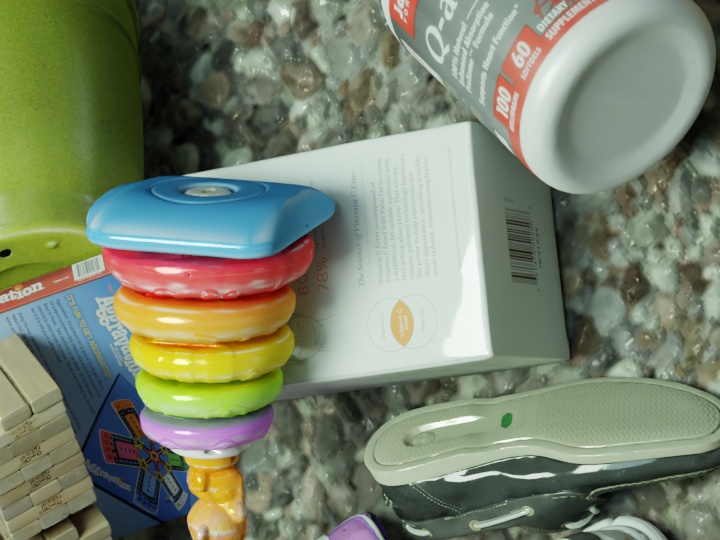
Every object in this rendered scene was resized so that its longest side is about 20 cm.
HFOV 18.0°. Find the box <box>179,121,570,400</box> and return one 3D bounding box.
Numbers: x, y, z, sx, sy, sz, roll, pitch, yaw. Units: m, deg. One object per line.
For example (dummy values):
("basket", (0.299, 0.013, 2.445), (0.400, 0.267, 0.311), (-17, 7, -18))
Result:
("box", (0.000, 0.000, 1.236), (0.199, 0.097, 0.125), (-9, 82, 30))

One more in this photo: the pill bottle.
("pill bottle", (0.081, -0.138, 1.172), (0.116, 0.116, 0.200), (-56, 48, 15))

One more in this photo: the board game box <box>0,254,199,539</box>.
("board game box", (-0.151, 0.078, 1.257), (0.102, 0.200, 0.019), (-18, 44, 1))

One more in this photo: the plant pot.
("plant pot", (-0.202, -0.053, 1.272), (0.200, 0.200, 0.194), (-37, 51, 24))

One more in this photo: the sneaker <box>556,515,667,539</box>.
("sneaker", (0.070, 0.192, 1.192), (0.200, 0.080, 0.074), (-40, 69, 24))

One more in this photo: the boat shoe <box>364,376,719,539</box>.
("boat shoe", (0.104, 0.102, 1.196), (0.199, 0.072, 0.068), (-10, 118, 23))

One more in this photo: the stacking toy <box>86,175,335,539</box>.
("stacking toy", (-0.077, 0.055, 1.175), (0.109, 0.116, 0.201), (4, 105, 18))

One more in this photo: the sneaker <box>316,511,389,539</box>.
("sneaker", (-0.038, 0.182, 1.273), (0.200, 0.073, 0.114), (12, 58, 47))

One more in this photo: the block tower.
("block tower", (-0.174, 0.128, 1.237), (0.054, 0.201, 0.058), (-28, 45, -17))
